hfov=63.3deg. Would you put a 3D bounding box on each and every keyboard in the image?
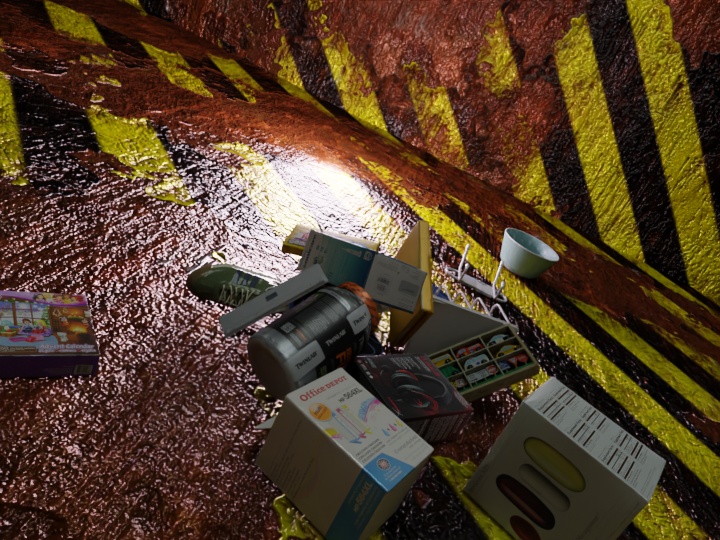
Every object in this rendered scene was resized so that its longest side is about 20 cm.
[{"bbox_3d":[-0.151,0.051,1.011,0.199,0.011,0.056,-29,36,-6],"label":"keyboard"}]

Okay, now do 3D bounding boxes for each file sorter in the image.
[{"bbox_3d":[0.197,0.118,1.235,0.198,0.140,0.125,20,22,-15],"label":"file sorter"}]

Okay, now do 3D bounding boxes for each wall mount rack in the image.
[{"bbox_3d":[0.348,0.006,1.689,0.198,0.075,0.174,27,24,0],"label":"wall mount rack"}]

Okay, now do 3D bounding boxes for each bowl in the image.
[{"bbox_3d":[0.551,-0.046,1.961,0.199,0.106,0.201,22,23,-10],"label":"bowl"}]

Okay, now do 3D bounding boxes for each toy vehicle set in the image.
[{"bbox_3d":[0.223,0.183,1.116,0.198,0.027,0.125,-21,35,-4],"label":"toy vehicle set"}]

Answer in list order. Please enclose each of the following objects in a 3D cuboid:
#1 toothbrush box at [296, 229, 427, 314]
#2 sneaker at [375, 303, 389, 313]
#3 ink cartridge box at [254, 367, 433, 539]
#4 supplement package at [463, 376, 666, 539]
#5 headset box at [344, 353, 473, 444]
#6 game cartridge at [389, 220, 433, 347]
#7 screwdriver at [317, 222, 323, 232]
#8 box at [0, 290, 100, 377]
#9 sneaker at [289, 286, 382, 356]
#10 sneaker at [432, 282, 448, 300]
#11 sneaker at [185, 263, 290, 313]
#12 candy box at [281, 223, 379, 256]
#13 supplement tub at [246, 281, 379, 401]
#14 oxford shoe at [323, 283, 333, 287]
[{"bbox_3d":[0.000,0.000,1.088,0.146,0.086,0.199,20,2,-43],"label":"toothbrush box"},{"bbox_3d":[0.006,0.060,1.234,0.073,0.072,0.199,49,25,21],"label":"sneaker"},{"bbox_3d":[-0.032,0.237,0.775,0.199,0.126,0.128,37,26,23],"label":"ink cartridge box"},{"bbox_3d":[0.303,0.310,0.881,0.199,0.193,0.146,38,26,27],"label":"supplement package"},{"bbox_3d":[0.082,0.217,0.992,0.198,0.076,0.149,5,31,-39],"label":"headset box"},{"bbox_3d":[0.100,0.029,1.174,0.032,0.177,0.202,11,59,-13],"label":"game cartridge"},{"bbox_3d":[-0.047,-0.015,1.227,0.029,0.202,0.028,-18,27,-1],"label":"screwdriver"},{"bbox_3d":[-0.459,0.081,0.768,0.198,0.039,0.137,6,30,-38],"label":"box"},{"bbox_3d":[-0.035,0.095,1.062,0.199,0.078,0.070,34,48,-8],"label":"sneaker"},{"bbox_3d":[0.166,0.081,1.376,0.200,0.078,0.070,40,14,-25],"label":"sneaker"},{"bbox_3d":[-0.208,0.041,1.064,0.199,0.068,0.090,8,24,-42],"label":"sneaker"},{"bbox_3d":[-0.064,-0.052,1.286,0.198,0.027,0.102,13,31,8],"label":"candy box"},{"bbox_3d":[-0.069,0.107,0.926,0.122,0.123,0.199,37,52,25],"label":"supplement tub"},{"bbox_3d":[-0.074,0.017,1.242,0.070,0.073,0.201,20,24,-9],"label":"oxford shoe"}]
